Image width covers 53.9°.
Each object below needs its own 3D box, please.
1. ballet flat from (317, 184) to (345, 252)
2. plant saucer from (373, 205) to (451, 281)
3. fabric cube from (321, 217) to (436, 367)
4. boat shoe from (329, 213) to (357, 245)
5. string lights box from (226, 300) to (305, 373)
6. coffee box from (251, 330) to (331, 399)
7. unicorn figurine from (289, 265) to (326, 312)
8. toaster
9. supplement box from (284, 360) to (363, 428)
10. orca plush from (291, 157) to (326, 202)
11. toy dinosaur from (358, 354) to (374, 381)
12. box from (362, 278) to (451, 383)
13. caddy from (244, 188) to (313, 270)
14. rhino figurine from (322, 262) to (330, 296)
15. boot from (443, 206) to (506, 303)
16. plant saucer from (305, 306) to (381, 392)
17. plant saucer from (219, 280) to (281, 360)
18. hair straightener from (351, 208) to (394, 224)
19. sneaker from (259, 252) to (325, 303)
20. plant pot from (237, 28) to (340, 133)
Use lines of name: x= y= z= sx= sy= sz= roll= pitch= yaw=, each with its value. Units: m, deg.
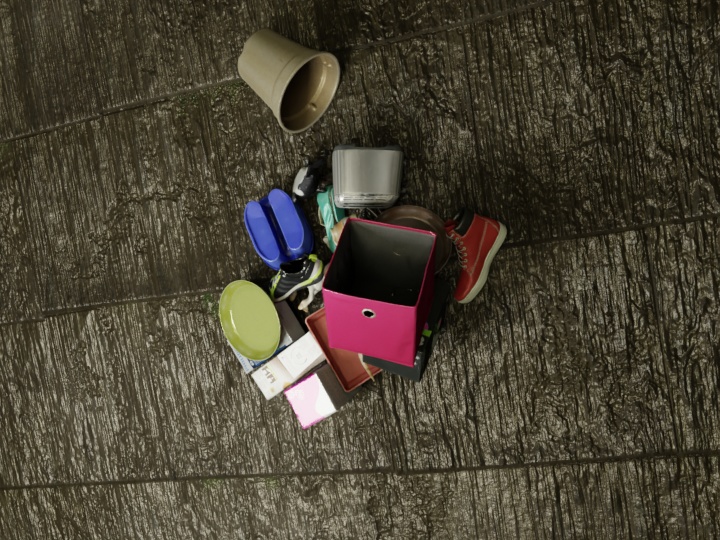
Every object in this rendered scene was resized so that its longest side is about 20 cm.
ballet flat: x=-0.063 y=-0.103 z=1.715 sx=0.070 sy=0.067 sz=0.204 roll=-8 pitch=95 yaw=43
plant saucer: x=0.110 y=-0.057 z=1.624 sx=0.196 sy=0.032 sz=0.204 roll=0 pitch=60 yaw=0
fabric cube: x=0.042 y=0.044 z=1.451 sx=0.192 sy=0.202 sz=0.201 roll=11 pitch=141 yaw=12
boat shoe: x=-0.029 y=-0.079 z=1.608 sx=0.067 sy=0.200 sz=0.076 roll=-19 pitch=76 yaw=0
string lights box: x=-0.240 y=0.167 z=1.776 sx=0.199 sy=0.059 sz=0.104 roll=-35 pitch=86 yaw=36
coffee box: x=-0.157 y=0.224 z=1.757 sx=0.199 sy=0.114 sz=0.080 roll=-37 pitch=86 yaw=20
unicorn figurine: x=-0.120 y=0.028 z=1.734 sx=0.198 sy=0.074 sz=0.139 roll=30 pitch=91 yaw=19
toaster: x=0.008 y=-0.213 z=1.614 sx=0.195 sy=0.114 sz=0.132 roll=1 pitch=85 yaw=-5
supplement box: x=-0.084 y=0.285 z=1.695 sx=0.100 sy=0.200 sz=0.105 roll=-31 pitch=88 yaw=19
orca plush: x=-0.107 y=-0.212 z=1.660 sx=0.070 sy=0.200 sz=0.107 roll=18 pitch=68 yaw=-13
toy dinosaur: x=0.002 y=0.149 z=1.651 sx=0.104 sy=0.060 sz=0.204 roll=10 pitch=80 yaw=-10
box: x=0.104 y=0.118 z=1.597 sx=0.146 sy=0.202 sz=0.126 roll=18 pitch=143 yaw=15
caddy: x=-0.199 y=-0.099 z=1.730 sx=0.139 sy=0.105 sz=0.203 roll=-25 pitch=77 yaw=5
rhino figurine: x=0.000 y=0.000 z=1.664 sx=0.088 sy=0.196 sz=0.060 roll=92 pitch=156 yaw=-44
boot: x=0.224 y=-0.035 z=1.582 sx=0.142 sy=0.072 sz=0.203 roll=19 pitch=100 yaw=-27
plant saucer: x=-0.004 y=0.153 z=1.698 sx=0.198 sy=0.037 sz=0.202 roll=-31 pitch=88 yaw=-12
plant saucer: x=-0.262 y=0.118 z=1.721 sx=0.197 sy=0.031 sz=0.204 roll=11 pitch=110 yaw=33
hair straightener: x=0.012 y=-0.140 z=1.689 sx=0.076 sy=0.041 sz=0.201 roll=-36 pitch=92 yaw=2
sneaker: x=-0.174 y=0.008 z=1.681 sx=0.198 sy=0.083 sz=0.073 roll=-27 pitch=45 yaw=24
plant pot: x=-0.178 y=-0.457 z=1.643 sx=0.183 sy=0.200 sz=0.202 roll=39 pitch=108 yaw=21
